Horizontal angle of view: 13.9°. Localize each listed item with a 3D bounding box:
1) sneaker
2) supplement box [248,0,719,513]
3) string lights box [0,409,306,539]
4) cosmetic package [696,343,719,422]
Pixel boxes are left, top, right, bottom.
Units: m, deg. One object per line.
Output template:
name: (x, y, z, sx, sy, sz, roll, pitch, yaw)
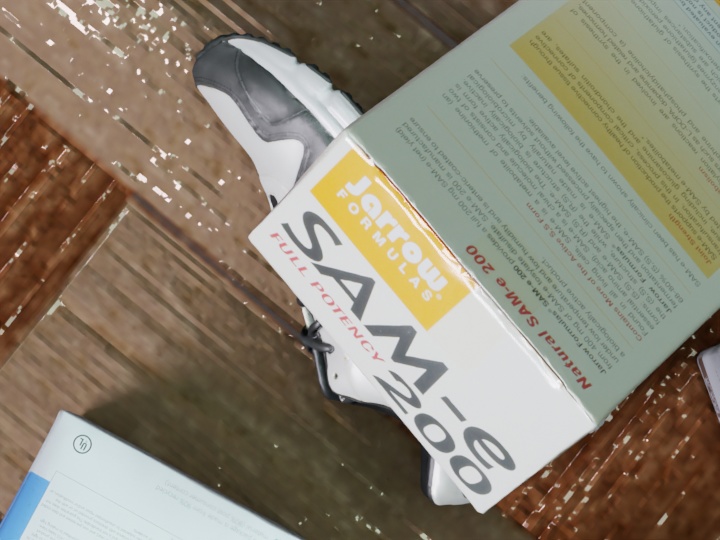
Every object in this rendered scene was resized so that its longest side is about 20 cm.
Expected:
sneaker: (0.000, 0.000, 1.076, 0.080, 0.074, 0.200, -40, 86, 0)
supplement box: (0.073, -0.025, 1.026, 0.126, 0.074, 0.200, 50, 46, 3)
string lights box: (-0.109, 0.163, 1.069, 0.102, 0.059, 0.201, 28, 86, 2)
cosmetic package: (0.234, 0.039, 1.076, 0.199, 0.074, 0.102, -22, 86, -3)
